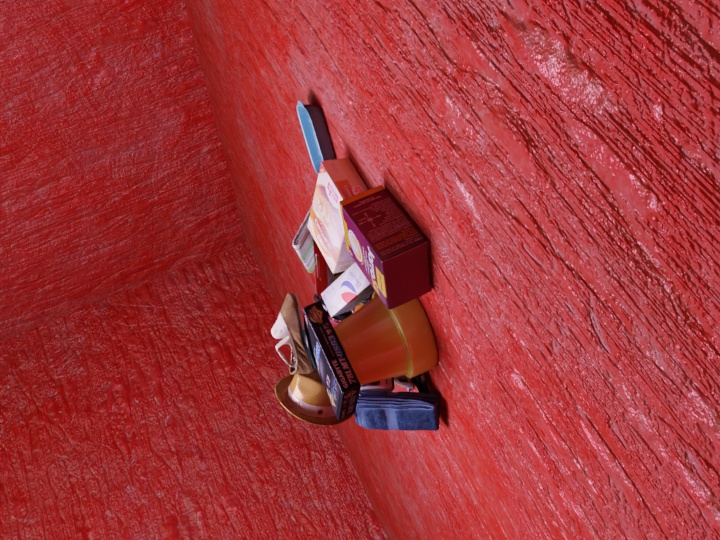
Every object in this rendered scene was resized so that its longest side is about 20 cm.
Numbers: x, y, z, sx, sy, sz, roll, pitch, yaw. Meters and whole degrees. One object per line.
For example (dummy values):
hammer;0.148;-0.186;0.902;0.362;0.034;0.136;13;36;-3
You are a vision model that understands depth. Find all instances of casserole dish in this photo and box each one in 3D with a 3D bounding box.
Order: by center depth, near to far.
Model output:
casserole dish;-0.101;-0.309;1.711;0.121;0.038;0.203;-140;30;-63

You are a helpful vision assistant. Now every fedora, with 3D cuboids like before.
fedora;-0.096;0.270;1.658;0.201;0.197;0.083;51;131;51

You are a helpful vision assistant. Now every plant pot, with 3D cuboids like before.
plant pot;0.040;0.151;1.547;0.201;0.186;0.204;158;90;-76

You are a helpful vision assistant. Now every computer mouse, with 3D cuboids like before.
computer mouse;0.097;0.253;1.712;0.199;0.044;0.111;28;146;56

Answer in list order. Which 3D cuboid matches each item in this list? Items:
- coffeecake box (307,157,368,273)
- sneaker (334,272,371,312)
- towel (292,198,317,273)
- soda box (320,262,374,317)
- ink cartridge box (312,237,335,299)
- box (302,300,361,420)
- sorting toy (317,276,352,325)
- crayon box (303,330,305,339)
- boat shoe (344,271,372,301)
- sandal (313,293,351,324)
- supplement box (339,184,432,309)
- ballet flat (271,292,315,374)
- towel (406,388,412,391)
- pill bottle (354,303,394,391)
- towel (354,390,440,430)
coffeecake box;-0.044;-0.122;1.606;0.155;0.072;0.202;60;150;32
sneaker;-0.023;0.037;1.875;0.076;0.074;0.204;91;162;-81
towel;-0.122;-0.089;1.870;0.030;0.151;0.200;25;165;14
soda box;-0.010;0.033;1.646;0.200;0.067;0.064;-41;70;47
ink cartridge box;-0.077;0.001;1.876;0.200;0.056;0.166;64;-160;-77
box;-0.064;0.193;1.523;0.201;0.049;0.201;62;165;21
sorting toy;-0.061;0.082;2.103;0.200;0.068;0.202;146;102;-76
crayon box;-0.077;0.224;1.757;0.052;0.123;0.202;-85;-14;-45
boat shoe;0.000;0.000;1.719;0.071;0.071;0.203;-123;19;-53
sandal;-0.053;0.133;1.980;0.198;0.045;0.075;35;-159;2
supplement box;0.047;-0.047;1.389;0.201;0.102;0.133;-125;19;-44
ballet flat;-0.150;0.144;1.539;0.068;0.071;0.203;-125;20;-55
towel;0.089;0.192;1.777;0.202;0.023;0.146;83;162;-47
pill bottle;0.024;0.183;1.688;0.106;0.104;0.204;107;161;-70
towel;0.083;0.323;1.634;0.049;0.195;0.113;-80;-14;-47
